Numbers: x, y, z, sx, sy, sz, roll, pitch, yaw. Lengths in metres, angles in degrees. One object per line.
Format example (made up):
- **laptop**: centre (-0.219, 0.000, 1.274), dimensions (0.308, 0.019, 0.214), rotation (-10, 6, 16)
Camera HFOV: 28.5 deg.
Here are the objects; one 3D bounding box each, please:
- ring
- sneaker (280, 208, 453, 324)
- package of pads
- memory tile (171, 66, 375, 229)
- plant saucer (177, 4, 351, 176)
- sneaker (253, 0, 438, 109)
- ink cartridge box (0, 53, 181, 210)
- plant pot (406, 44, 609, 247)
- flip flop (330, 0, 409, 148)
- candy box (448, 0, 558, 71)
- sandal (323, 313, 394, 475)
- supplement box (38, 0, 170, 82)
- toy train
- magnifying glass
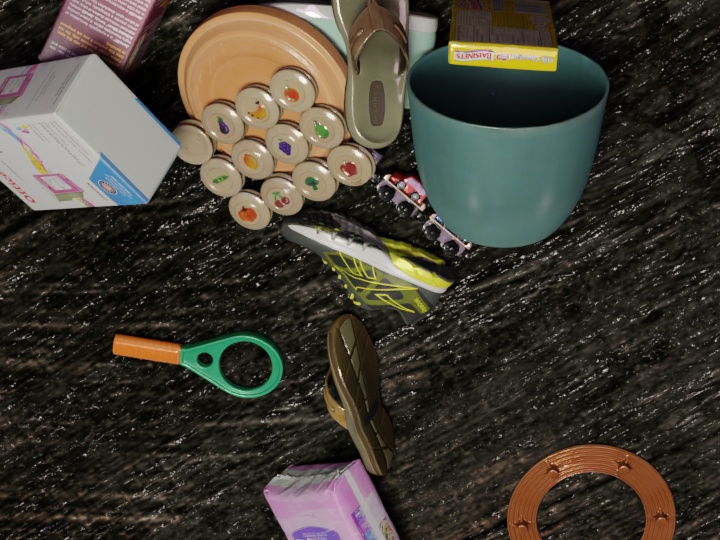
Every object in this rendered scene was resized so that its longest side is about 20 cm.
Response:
- **ring**: centre (0.274, 0.299, 1.682), dimensions (0.200, 0.019, 0.201), rotation (2, 112, 4)
- **sneaker**: centre (0.000, 0.000, 1.560), dimensions (0.199, 0.075, 0.085), rotation (23, 112, -4)
- **package of pads**: centre (-0.019, 0.319, 1.666), dimensions (0.120, 0.076, 0.200), rotation (-10, 113, 42)
- **memory tile**: centre (-0.095, -0.125, 1.495), dimensions (0.200, 0.017, 0.153), rotation (-21, 116, 36)
- **plant saucer**: centre (-0.100, -0.181, 1.483), dimensions (0.200, 0.032, 0.201), rotation (13, 131, 15)
- **sneaker**: centre (-0.025, -0.218, 1.475), dimensions (0.200, 0.074, 0.119), rotation (7, 105, -1)
- **ink cartridge box**: centre (-0.308, -0.137, 1.458), dimensions (0.200, 0.085, 0.145), rotation (0, 144, 43)
- **plant pot**: centre (0.145, -0.122, 1.442), dimensions (0.200, 0.201, 0.161), rotation (3, 124, 4)
- **flip flop**: centre (0.015, -0.220, 1.407), dimensions (0.081, 0.058, 0.201), rotation (-4, 101, -16)
- **candy box**: centre (0.139, -0.236, 1.389), dimensions (0.102, 0.200, 0.026), rotation (3, 114, 4)
- **sandal**: centre (-0.010, 0.147, 1.626), dimensions (0.054, 0.080, 0.201), rotation (-2, 117, 29)
- **supplement box**: centre (-0.240, -0.293, 1.449), dimensions (0.085, 0.110, 0.200), rotation (28, 111, -6)
- **toy train**: centre (0.050, -0.085, 1.547), dimensions (0.200, 0.034, 0.046), rotation (40, 97, -10)
- **magnifying glass**: centre (-0.188, 0.100, 1.646), dimensions (0.199, 0.022, 0.080), rotation (8, 112, 0)
